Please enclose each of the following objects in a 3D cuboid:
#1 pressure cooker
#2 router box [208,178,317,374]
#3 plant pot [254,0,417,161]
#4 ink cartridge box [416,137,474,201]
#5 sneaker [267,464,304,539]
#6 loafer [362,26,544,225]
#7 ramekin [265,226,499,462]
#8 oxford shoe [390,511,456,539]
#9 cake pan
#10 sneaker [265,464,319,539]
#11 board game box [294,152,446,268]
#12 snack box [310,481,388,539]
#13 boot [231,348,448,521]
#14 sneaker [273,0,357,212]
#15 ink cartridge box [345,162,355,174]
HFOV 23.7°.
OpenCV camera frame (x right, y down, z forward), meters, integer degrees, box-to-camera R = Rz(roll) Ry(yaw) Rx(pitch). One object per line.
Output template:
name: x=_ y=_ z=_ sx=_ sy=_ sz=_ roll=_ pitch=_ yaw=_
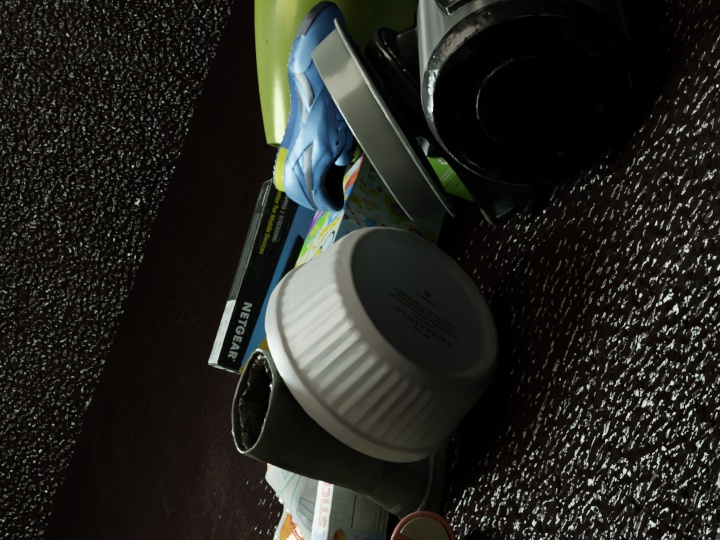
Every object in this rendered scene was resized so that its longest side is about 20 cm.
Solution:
pressure cooker: x=0.129 y=-0.188 z=1.385 sx=0.200 sy=0.176 sz=0.179 roll=-89 pitch=21 yaw=-51
router box: x=-0.056 y=0.023 z=1.768 sx=0.051 sy=0.149 sz=0.200 roll=169 pitch=117 yaw=-74
plant pot: x=-0.029 y=-0.215 z=1.700 sx=0.187 sy=0.187 sz=0.200 roll=-174 pitch=95 yaw=-74
ink cartridge box: x=0.124 y=-0.178 z=1.574 sx=0.200 sy=0.076 sz=0.148 roll=130 pitch=154 yaw=-56
sneaker: x=-0.048 y=0.224 z=1.750 sx=0.077 sy=0.073 sz=0.200 roll=-45 pitch=33 yaw=25
loafer: x=0.069 y=-0.121 z=1.480 sx=0.063 sy=0.200 sz=0.072 roll=-47 pitch=-5 yaw=31
ramekin: x=0.028 y=0.053 z=1.438 sx=0.094 sy=0.202 sz=0.203 roll=-45 pitch=28 yaw=34
oxford shoe: x=0.042 y=0.294 z=1.363 sx=0.074 sy=0.071 sz=0.200 roll=57 pitch=-132 yaw=-77
cake pan: x=0.018 y=-0.124 z=1.486 sx=0.037 sy=0.200 sz=0.200 roll=-31 pitch=24 yaw=6
sneaker: x=-0.040 y=0.204 z=1.577 sx=0.070 sy=0.080 sz=0.201 roll=-44 pitch=-46 yaw=-50
board game box: x=0.000 y=0.000 z=1.652 sx=0.103 sy=0.105 sz=0.200 roll=-48 pitch=15 yaw=38
snack box: x=-0.014 y=0.260 z=1.497 sx=0.024 sy=0.072 sz=0.200 roll=-2 pitch=76 yaw=46
boot: x=-0.016 y=0.118 z=1.471 sx=0.073 sy=0.200 sz=0.182 roll=-45 pitch=30 yaw=36
sneaker: x=-0.027 y=-0.149 z=1.590 sx=0.066 sy=0.078 sz=0.200 roll=-24 pitch=-48 yaw=-48
ink cartridge box: x=-0.023 y=-0.064 z=1.921 sx=0.200 sy=0.084 sz=0.146 roll=-95 pitch=28 yaw=-61
